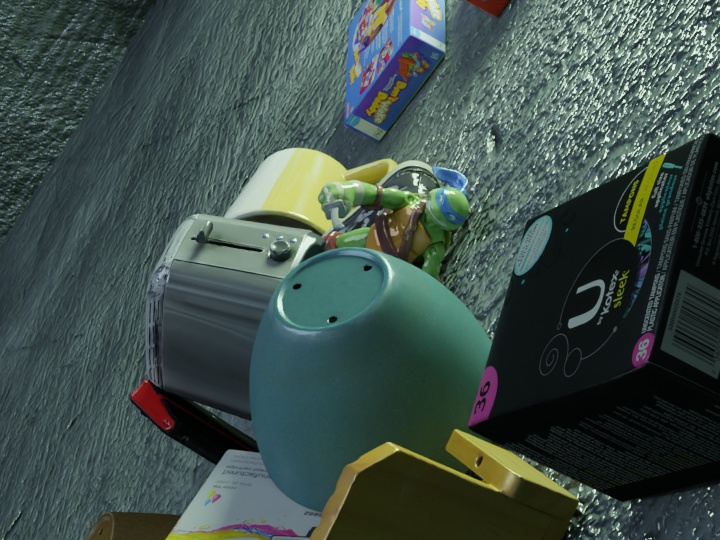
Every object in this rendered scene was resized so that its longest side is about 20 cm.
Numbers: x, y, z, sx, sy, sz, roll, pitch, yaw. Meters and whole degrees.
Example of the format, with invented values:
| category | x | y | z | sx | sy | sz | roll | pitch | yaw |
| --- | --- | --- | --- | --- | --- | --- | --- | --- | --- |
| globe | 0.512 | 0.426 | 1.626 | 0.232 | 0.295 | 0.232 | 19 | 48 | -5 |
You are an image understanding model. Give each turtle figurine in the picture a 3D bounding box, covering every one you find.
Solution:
| category | x | y | z | sx | sy | sz | roll | pitch | yaw |
| --- | --- | --- | --- | --- | --- | --- | --- | --- | --- |
| turtle figurine | 0.000 | 0.000 | 1.524 | 0.194 | 0.144 | 0.201 | -34 | 31 | 48 |

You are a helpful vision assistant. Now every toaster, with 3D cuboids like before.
| category | x | y | z | sx | sy | sz | roll | pitch | yaw |
| --- | --- | --- | --- | --- | --- | --- | --- | --- | --- |
| toaster | -0.106 | 0.044 | 1.474 | 0.114 | 0.128 | 0.201 | -66 | -13 | -45 |

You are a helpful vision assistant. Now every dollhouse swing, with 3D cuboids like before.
| category | x | y | z | sx | sy | sz | roll | pitch | yaw |
| --- | --- | --- | --- | --- | --- | --- | --- | --- | --- |
| dollhouse swing | 0.017 | 0.200 | 1.178 | 0.201 | 0.175 | 0.182 | -64 | 19 | 1 |

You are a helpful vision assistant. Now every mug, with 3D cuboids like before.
| category | x | y | z | sx | sy | sz | roll | pitch | yaw |
| --- | --- | --- | --- | --- | --- | --- | --- | --- | --- |
| mug | -0.049 | -0.044 | 1.785 | 0.154 | 0.185 | 0.150 | -73 | -14 | -50 |

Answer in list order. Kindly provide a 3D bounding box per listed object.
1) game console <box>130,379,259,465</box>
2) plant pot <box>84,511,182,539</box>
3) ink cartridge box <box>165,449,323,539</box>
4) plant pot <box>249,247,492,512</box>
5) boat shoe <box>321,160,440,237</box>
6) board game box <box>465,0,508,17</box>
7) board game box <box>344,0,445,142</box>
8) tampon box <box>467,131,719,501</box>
| category | x | y | z | sx | sy | sz | roll | pitch | yaw |
| --- | --- | --- | --- | --- | --- | --- | --- | --- | --- |
| game console | -0.102 | 0.165 | 1.498 | 0.031 | 0.200 | 0.177 | -56 | 18 | 0 |
| plant pot | -0.137 | 0.281 | 1.445 | 0.187 | 0.199 | 0.187 | -51 | 24 | 33 |
| ink cartridge box | -0.069 | 0.228 | 1.305 | 0.200 | 0.144 | 0.084 | -56 | -35 | -55 |
| plant pot | -0.001 | 0.063 | 1.313 | 0.199 | 0.135 | 0.201 | -13 | 39 | 11 |
| boat shoe | 0.004 | -0.014 | 1.647 | 0.200 | 0.072 | 0.063 | -51 | 19 | 22 |
| board game box | 0.166 | -0.368 | 1.721 | 0.200 | 0.040 | 0.153 | -53 | 21 | 29 |
| board game box | 0.037 | -0.252 | 1.907 | 0.135 | 0.045 | 0.201 | -51 | 23 | 34 |
| tampon box | 0.178 | 0.034 | 1.035 | 0.200 | 0.126 | 0.151 | -29 | 38 | 60 |
